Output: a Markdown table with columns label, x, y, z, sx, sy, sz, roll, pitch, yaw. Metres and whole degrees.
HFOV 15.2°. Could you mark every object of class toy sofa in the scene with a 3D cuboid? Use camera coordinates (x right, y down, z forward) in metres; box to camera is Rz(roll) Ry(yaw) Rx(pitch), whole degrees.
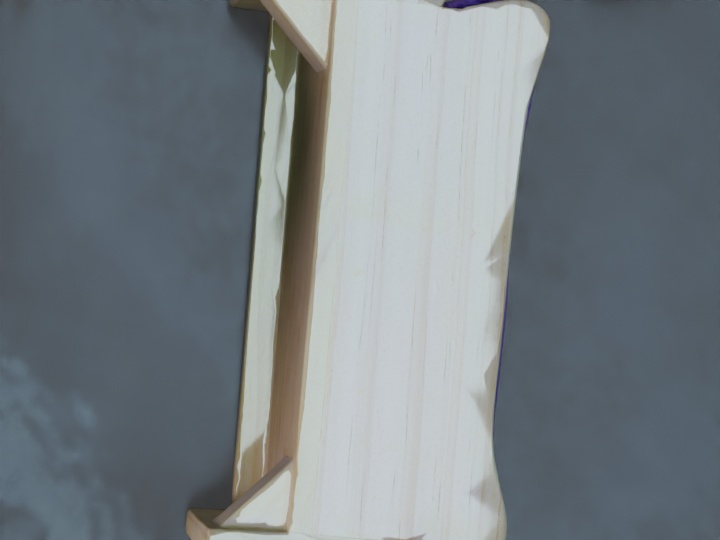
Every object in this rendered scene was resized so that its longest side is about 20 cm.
| label | x | y | z | sx | sy | sz | roll | pitch | yaw |
| --- | --- | --- | --- | --- | --- | --- | --- | --- | --- |
| toy sofa | 0.000 | 0.000 | 0.891 | 0.097 | 0.083 | 0.201 | 5 | 89 | -10 |
